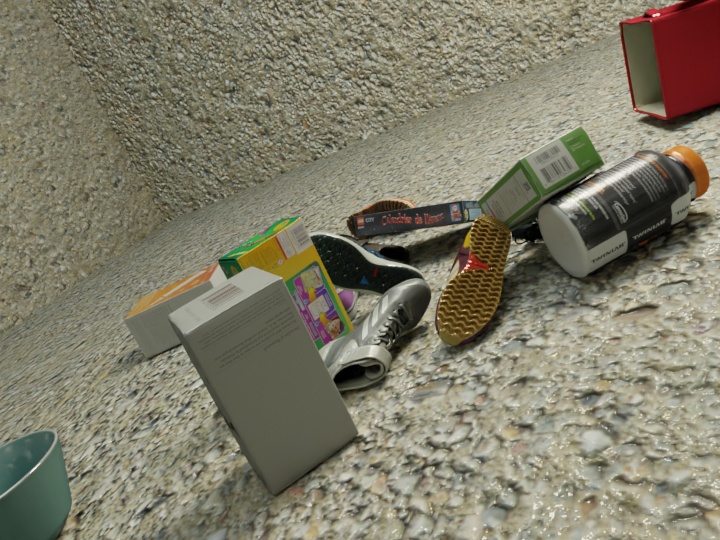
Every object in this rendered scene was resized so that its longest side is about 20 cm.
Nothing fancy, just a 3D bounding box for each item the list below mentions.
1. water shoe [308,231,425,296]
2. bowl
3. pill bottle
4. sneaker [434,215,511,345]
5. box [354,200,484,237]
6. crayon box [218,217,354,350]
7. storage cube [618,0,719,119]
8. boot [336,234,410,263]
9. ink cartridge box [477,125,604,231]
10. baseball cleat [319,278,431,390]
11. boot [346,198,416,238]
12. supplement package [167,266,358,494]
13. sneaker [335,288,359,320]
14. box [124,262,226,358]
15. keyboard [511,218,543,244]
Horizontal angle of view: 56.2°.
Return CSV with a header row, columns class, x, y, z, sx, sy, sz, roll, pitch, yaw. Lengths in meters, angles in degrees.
class,x,y,z,sx,sy,sz,roll,pitch,yaw
water shoe,0.000,0.000,1.023,0.079,0.198,0.072,-146,79,-83
bowl,-0.446,0.304,0.845,0.199,0.106,0.201,-24,17,8
pill bottle,0.333,-0.081,0.844,0.198,0.107,0.106,-28,17,-7
sneaker,0.145,0.027,0.883,0.090,0.074,0.201,102,-166,-56
box,0.106,-0.092,1.195,0.198,0.038,0.136,-6,3,25
crayon box,-0.098,0.042,0.944,0.118,0.202,0.058,-36,20,-33
storage cube,0.603,-0.396,1.240,0.178,0.202,0.171,-17,17,7
boot,0.011,-0.027,1.225,0.172,0.070,0.199,5,5,28
ink cartridge box,0.228,-0.107,0.914,0.103,0.060,0.200,-28,-8,-17
baseball cleat,0.032,0.090,0.872,0.200,0.070,0.106,-40,26,-13
boot,0.066,-0.127,1.440,0.107,0.076,0.199,-31,16,-34
supplement package,-0.108,0.115,0.741,0.117,0.202,0.117,-31,17,-19
sneaker,-0.053,0.008,1.136,0.072,0.115,0.201,-27,15,0
box,-0.366,0.081,1.405,0.198,0.098,0.125,-24,17,6
keyboard,0.302,-0.077,0.992,0.104,0.040,0.199,-34,17,-26
